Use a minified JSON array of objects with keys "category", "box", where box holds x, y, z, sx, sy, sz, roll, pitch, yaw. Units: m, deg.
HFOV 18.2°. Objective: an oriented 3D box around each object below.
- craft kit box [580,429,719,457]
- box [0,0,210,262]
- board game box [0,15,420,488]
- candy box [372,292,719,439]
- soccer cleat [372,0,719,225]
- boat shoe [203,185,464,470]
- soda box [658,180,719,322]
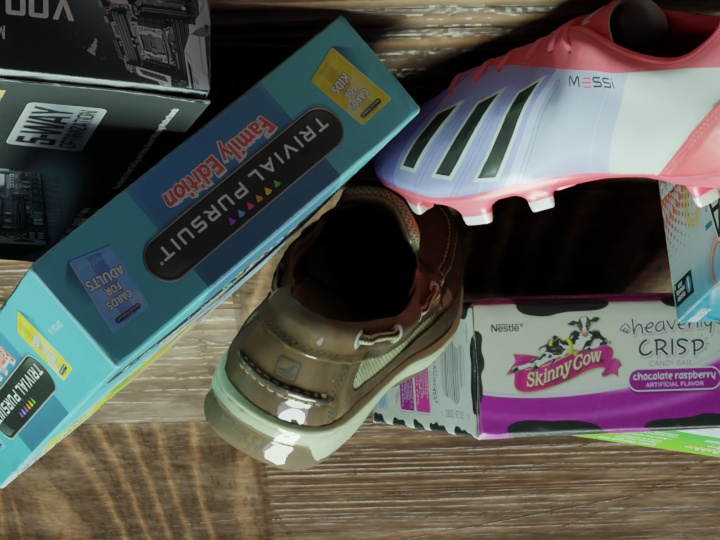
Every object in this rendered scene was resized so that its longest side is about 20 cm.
[{"category":"craft kit box","box":[0.246,0.064,1.244,0.199,0.049,0.197,11,156,-35]},{"category":"box","box":[-0.153,-0.056,0.797,0.157,0.050,0.200,4,163,-19]},{"category":"board game box","box":[-0.075,0.000,0.844,0.151,0.047,0.200,-42,-179,-26]},{"category":"candy box","box":[0.090,0.042,1.034,0.136,0.061,0.200,-2,178,-13]},{"category":"soccer cleat","box":[0.078,-0.063,0.802,0.199,0.077,0.067,1,-155,46]},{"category":"boat shoe","box":[0.006,0.003,0.878,0.074,0.202,0.075,25,118,4]},{"category":"soda box","box":[0.174,-0.040,0.844,0.063,0.069,0.200,-2,163,-11]}]
